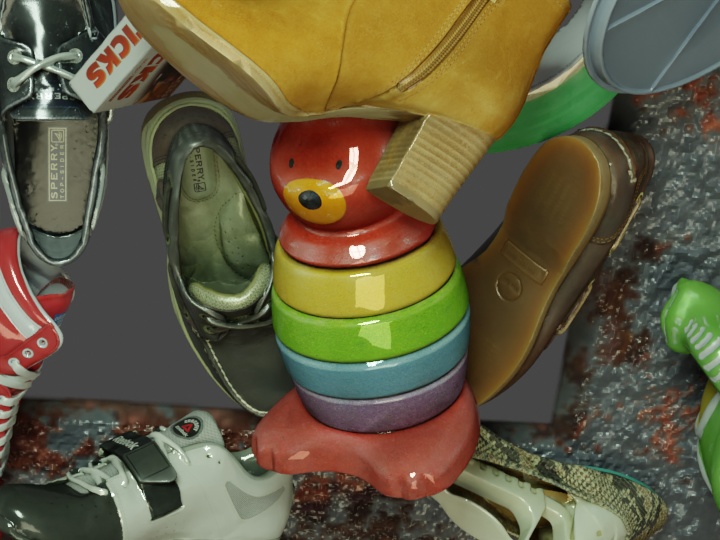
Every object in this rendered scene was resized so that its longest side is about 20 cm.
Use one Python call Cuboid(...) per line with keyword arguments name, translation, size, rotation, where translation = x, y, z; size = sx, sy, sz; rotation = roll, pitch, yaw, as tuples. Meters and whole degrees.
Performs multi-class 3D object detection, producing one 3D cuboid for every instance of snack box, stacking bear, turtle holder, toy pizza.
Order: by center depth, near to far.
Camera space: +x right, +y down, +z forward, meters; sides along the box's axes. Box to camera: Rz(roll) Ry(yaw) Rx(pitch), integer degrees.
Cuboid(name="snack box", translation=(-0.060, -0.153, 0.951), size=(0.200, 0.072, 0.024), rotation=(-44, 79, 28))
Cuboid(name="toy pizza", translation=(0.184, -0.167, 0.962), size=(0.200, 0.032, 0.200), rotation=(-31, 155, -16))
Cuboid(name="stacking bear", translation=(0.000, 0.000, 1.022), size=(0.121, 0.114, 0.201), rotation=(8, 122, 28))
Cuboid(name="turtle holder", translation=(0.246, 0.090, 1.123), size=(0.185, 0.132, 0.141), rotation=(12, 116, -12))

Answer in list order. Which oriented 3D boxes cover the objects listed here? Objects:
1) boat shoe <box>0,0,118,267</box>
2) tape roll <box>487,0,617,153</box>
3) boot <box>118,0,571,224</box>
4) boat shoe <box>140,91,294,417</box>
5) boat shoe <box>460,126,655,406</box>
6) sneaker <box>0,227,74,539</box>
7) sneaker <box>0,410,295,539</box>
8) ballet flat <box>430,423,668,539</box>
Cuboid(name="boat shoe", translation=(-0.160, -0.098, 1.005), size=(0.071, 0.068, 0.201), rotation=(0, 117, -8))
Cuboid(name="tape roll", translation=(0.063, -0.161, 1.016), size=(0.200, 0.048, 0.201), rotation=(-3, 117, -6))
Cuboid(name="boot", translation=(-0.003, -0.129, 0.926), size=(0.201, 0.071, 0.144), rotation=(32, 79, -22))
Cuboid(name="boat shoe", translation=(-0.073, 0.003, 1.070), size=(0.072, 0.066, 0.201), rotation=(-15, 118, -1))
Cuboid(name="boat shoe", translation=(0.097, 0.004, 1.093), size=(0.070, 0.070, 0.200), rotation=(-14, 147, -51))
Cuboid(name="sneaker", translation=(-0.200, 0.069, 1.083), size=(0.112, 0.071, 0.201), rotation=(-12, 116, 2))
Cuboid(name="sneaker", translation=(-0.121, 0.118, 1.106), size=(0.200, 0.074, 0.089), rotation=(7, 104, -42))
Cuboid(name="ballet flat", translation=(0.097, 0.140, 1.158), size=(0.200, 0.075, 0.068), rotation=(24, 125, -19))
